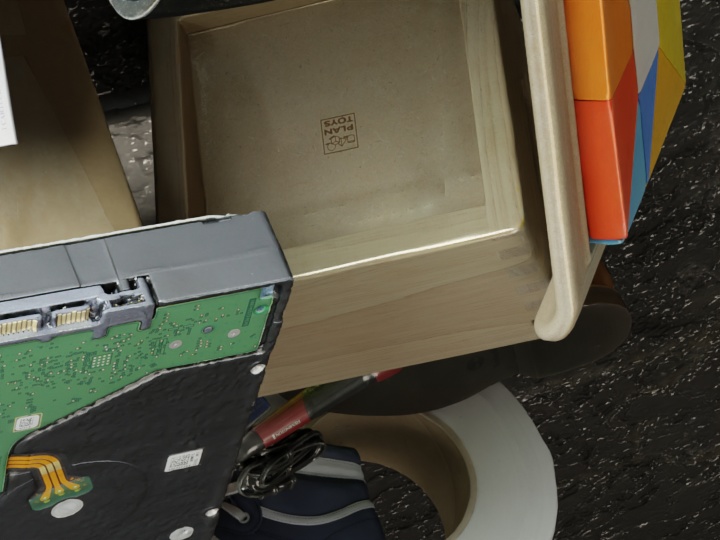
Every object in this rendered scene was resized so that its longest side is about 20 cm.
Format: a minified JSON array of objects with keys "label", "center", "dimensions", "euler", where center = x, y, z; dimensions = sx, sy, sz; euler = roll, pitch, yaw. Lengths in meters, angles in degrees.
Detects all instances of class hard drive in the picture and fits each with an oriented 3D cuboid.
[{"label":"hard drive","center":[-0.111,0.059,0.821],"dimensions":[0.139,0.038,0.200],"euler":[-11,148,-22]}]

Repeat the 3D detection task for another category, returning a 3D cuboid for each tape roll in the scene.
[{"label":"tape roll","center":[0.006,0.132,1.235],"dimensions":[0.202,0.203,0.071],"euler":[-10,147,-19]}]

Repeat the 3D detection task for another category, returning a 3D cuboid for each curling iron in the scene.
[{"label":"curling iron","center":[0.013,0.044,1.097],"dimensions":[0.200,0.026,0.050],"euler":[-40,157,-13]}]

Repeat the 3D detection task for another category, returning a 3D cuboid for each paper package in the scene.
[{"label":"paper package","center":[-0.170,-0.020,0.890],"dimensions":[0.103,0.200,0.191],"euler":[-7,145,-23]}]

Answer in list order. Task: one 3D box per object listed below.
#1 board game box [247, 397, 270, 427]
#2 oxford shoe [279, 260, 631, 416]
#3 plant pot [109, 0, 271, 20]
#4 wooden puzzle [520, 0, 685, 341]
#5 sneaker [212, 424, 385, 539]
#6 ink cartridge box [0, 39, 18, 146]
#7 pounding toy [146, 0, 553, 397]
[{"label":"board game box","center":[-0.136,0.123,1.080],"dimensions":[0.200,0.035,0.135],"euler":[-40,180,-10]},{"label":"oxford shoe","center":[0.044,0.030,1.226],"dimensions":[0.199,0.071,0.071],"euler":[-12,141,-8]},{"label":"plant pot","center":[-0.002,-0.214,0.727],"dimensions":[0.177,0.200,0.200],"euler":[-2,145,-50]},{"label":"wooden puzzle","center":[0.103,-0.099,0.890],"dimensions":[0.037,0.185,0.200],"euler":[7,125,16]},{"label":"sneaker","center":[-0.085,0.141,1.124],"dimensions":[0.199,0.109,0.070],"euler":[-8,166,-8]},{"label":"ink cartridge box","center":[-0.156,-0.145,0.725],"dimensions":[0.044,0.094,0.201],"euler":[-12,115,-15]},{"label":"pounding toy","center":[0.015,-0.059,0.991],"dimensions":[0.184,0.201,0.142],"euler":[-12,150,11]}]
